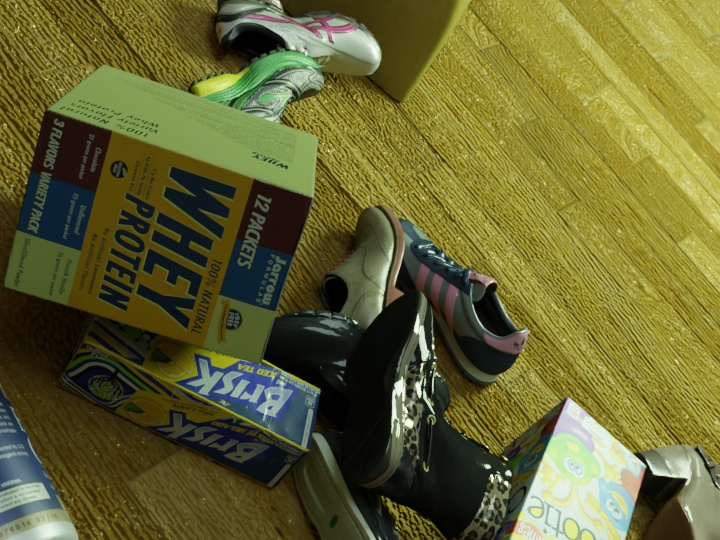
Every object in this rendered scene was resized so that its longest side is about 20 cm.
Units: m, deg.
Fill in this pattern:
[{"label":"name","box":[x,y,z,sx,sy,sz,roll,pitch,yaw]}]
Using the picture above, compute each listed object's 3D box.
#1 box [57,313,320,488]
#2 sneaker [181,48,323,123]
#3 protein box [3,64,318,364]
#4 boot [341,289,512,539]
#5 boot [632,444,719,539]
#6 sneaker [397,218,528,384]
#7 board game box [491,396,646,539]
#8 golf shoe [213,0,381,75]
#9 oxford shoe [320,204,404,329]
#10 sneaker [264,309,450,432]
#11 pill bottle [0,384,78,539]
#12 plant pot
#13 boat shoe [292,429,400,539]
[{"label":"box","box":[-0.133,0.094,0.907,0.198,0.064,0.071,28,40,-15]},{"label":"sneaker","box":[-0.107,-0.163,1.163,0.199,0.078,0.086,-33,85,-41]},{"label":"protein box","box":[-0.145,-0.051,0.886,0.195,0.137,0.200,17,17,-7]},{"label":"boot","box":[0.061,0.129,0.955,0.150,0.073,0.202,42,35,-25]},{"label":"boot","box":[0.352,0.264,1.155,0.144,0.070,0.202,18,46,-30]},{"label":"sneaker","box":[0.099,0.013,1.157,0.070,0.082,0.201,-23,71,-48]},{"label":"board game box","box":[0.166,0.229,1.003,0.105,0.103,0.200,40,39,-2]},{"label":"golf shoe","box":[-0.070,-0.248,1.266,0.197,0.073,0.093,13,52,-17]},{"label":"oxford shoe","box":[0.000,0.000,1.099,0.074,0.071,0.202,13,38,-12]},{"label":"sneaker","box":[-0.007,0.105,0.999,0.198,0.076,0.092,27,48,-15]},{"label":"pill bottle","box":[-0.273,0.118,0.731,0.110,0.111,0.201,-16,66,-46]},{"label":"plant pot","box":[0.056,-0.372,1.376,0.194,0.200,0.195,37,40,-5]},{"label":"boat shoe","box":[0.008,0.218,0.907,0.067,0.072,0.202,4,50,-36]}]
